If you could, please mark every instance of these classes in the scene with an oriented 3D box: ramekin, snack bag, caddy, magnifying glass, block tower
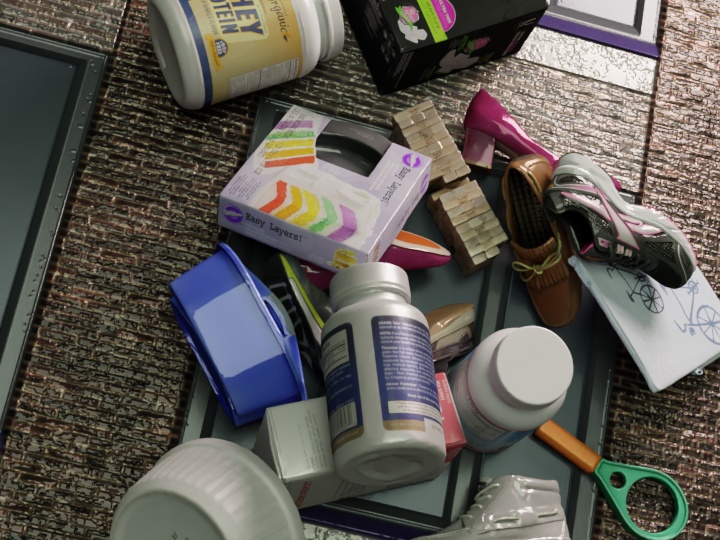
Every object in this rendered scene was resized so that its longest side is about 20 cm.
[{"bbox_3d":[-0.159,0.277,1.343,0.203,0.202,0.094,54,30,9],"label":"ramekin"},{"bbox_3d":[0.345,0.038,1.579,0.199,0.021,0.190,-24,79,-42],"label":"snack bag"},{"bbox_3d":[-0.124,0.068,1.454,0.104,0.141,0.201,-27,80,-14],"label":"caddy"},{"bbox_3d":[0.284,0.234,1.543,0.199,0.022,0.080,35,70,2],"label":"magnifying glass"},{"bbox_3d":[0.102,-0.096,1.597,0.054,0.058,0.201,-24,80,-17],"label":"block tower"}]

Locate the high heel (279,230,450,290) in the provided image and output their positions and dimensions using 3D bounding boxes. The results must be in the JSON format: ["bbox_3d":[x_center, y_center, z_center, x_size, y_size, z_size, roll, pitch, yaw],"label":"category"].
[{"bbox_3d":[0.000,0.000,1.544,0.198,0.067,0.097,9,107,-4],"label":"high heel"}]

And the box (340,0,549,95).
[{"bbox_3d":[0.097,-0.325,1.632,0.198,0.124,0.150,-19,78,-17],"label":"box"}]

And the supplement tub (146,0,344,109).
[{"bbox_3d":[-0.132,-0.279,1.562,0.198,0.145,0.146,-20,77,-16],"label":"supplement tub"}]

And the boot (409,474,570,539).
[{"bbox_3d":[0.131,0.274,1.481,0.198,0.074,0.097,1,66,-19],"label":"boot"}]

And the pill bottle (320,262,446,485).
[{"bbox_3d":[0.018,0.099,1.336,0.110,0.111,0.202,-1,61,-11],"label":"pill bottle"}]

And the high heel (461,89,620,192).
[{"bbox_3d":[0.220,-0.151,1.618,0.198,0.067,0.097,15,82,-2],"label":"high heel"}]

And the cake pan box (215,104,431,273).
[{"bbox_3d":[-0.036,-0.090,1.515,0.183,0.053,0.200,24,45,12],"label":"cake pan box"}]

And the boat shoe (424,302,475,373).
[{"bbox_3d":[0.066,0.096,1.491,0.199,0.071,0.065,-30,105,-47],"label":"boat shoe"}]

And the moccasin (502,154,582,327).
[{"bbox_3d":[0.206,-0.030,1.556,0.078,0.073,0.203,-31,115,-54],"label":"moccasin"}]

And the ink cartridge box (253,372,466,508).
[{"bbox_3d":[-0.006,0.185,1.435,0.198,0.146,0.086,-12,69,-15],"label":"ink cartridge box"}]

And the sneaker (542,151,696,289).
[{"bbox_3d":[0.280,-0.036,1.526,0.199,0.080,0.087,36,60,-3],"label":"sneaker"}]

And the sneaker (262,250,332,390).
[{"bbox_3d":[-0.035,0.059,1.504,0.081,0.074,0.201,-41,106,-33],"label":"sneaker"}]

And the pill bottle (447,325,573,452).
[{"bbox_3d":[0.158,0.125,1.457,0.108,0.200,0.110,3,72,-10],"label":"pill bottle"}]
